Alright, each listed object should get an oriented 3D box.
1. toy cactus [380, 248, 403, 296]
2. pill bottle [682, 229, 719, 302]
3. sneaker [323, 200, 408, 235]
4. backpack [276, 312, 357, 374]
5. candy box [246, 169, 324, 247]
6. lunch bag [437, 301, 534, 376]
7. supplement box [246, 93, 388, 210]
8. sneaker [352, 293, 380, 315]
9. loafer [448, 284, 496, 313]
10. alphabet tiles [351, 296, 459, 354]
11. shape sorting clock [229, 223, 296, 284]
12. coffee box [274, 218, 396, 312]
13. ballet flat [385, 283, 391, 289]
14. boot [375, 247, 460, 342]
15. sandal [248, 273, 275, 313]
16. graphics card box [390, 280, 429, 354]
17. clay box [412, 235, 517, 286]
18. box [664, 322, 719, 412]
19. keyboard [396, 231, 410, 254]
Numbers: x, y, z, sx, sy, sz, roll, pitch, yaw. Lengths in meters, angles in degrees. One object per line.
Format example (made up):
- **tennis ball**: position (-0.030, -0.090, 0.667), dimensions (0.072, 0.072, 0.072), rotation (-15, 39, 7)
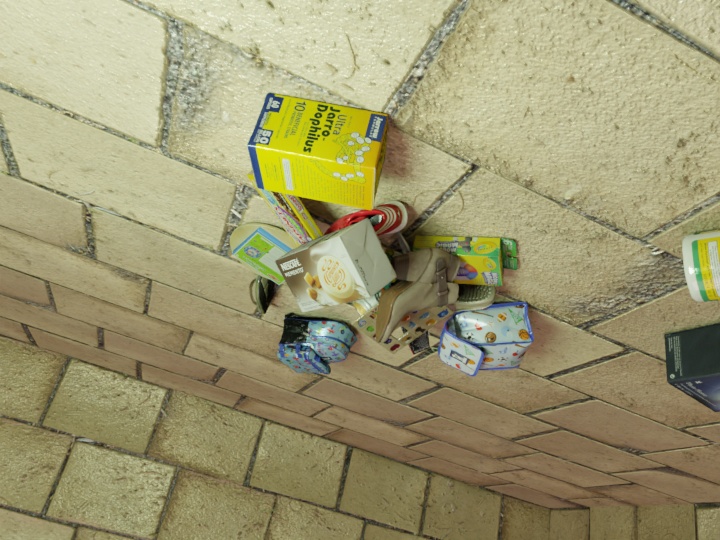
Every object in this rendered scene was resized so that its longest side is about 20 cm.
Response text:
- **toy cactus**: position (0.000, 0.000, 1.111), dimensions (0.196, 0.104, 0.165), rotation (-1, 165, 6)
- **pill bottle**: position (0.623, -0.017, 0.889), dimensions (0.198, 0.114, 0.113), rotation (-11, 144, 38)
- **sneaker**: position (-0.019, -0.080, 1.062), dimensions (0.198, 0.079, 0.115), rotation (-25, 172, 34)
- **backpack**: position (-0.115, 0.214, 1.634), dimensions (0.197, 0.136, 0.183), rotation (-1, 150, 20)
- **candy box**: position (-0.131, -0.106, 1.081), dimensions (0.102, 0.026, 0.201), rotation (16, 146, 53)
- **lunch bag**: position (0.284, 0.164, 1.328), dimensions (0.196, 0.126, 0.171), rotation (-3, 149, 0)
- **supplement box**: position (-0.063, -0.187, 0.901), dimensions (0.197, 0.110, 0.110), rotation (11, 152, 5)
- **sneaker**: position (0.036, 0.079, 1.355), dimensions (0.076, 0.087, 0.200), rotation (55, 180, 0)
- **loafer**: position (0.217, 0.054, 1.257), dimensions (0.198, 0.077, 0.068), rotation (-2, 151, 45)
- **alphabet tiles**: position (0.103, 0.088, 1.184), dimensions (0.199, 0.008, 0.167), rotation (-37, 135, 14)
- **shape sorting clock**: position (-0.205, -0.039, 1.310), dimensions (0.197, 0.040, 0.202), rotation (9, 141, 8)
- **coffee box**: position (-0.048, -0.005, 1.001), dimensions (0.199, 0.079, 0.116), rotation (-15, 106, 49)
- **ballet flat**: position (0.008, 0.023, 1.287), dimensions (0.069, 0.069, 0.199), rotation (-8, -175, -29)
- **boot**: position (0.115, 0.051, 1.097), dimensions (0.144, 0.070, 0.203), rotation (4, 116, -19)
- **sandal**: position (-0.262, 0.056, 1.477), dimensions (0.057, 0.080, 0.202), rotation (27, 153, 4)
- **graphics card box**: position (0.112, 0.097, 1.319), dimensions (0.050, 0.127, 0.201), rotation (-21, 148, -2)
- **clay box**: position (0.212, -0.018, 1.147), dimensions (0.197, 0.048, 0.115), rotation (4, 151, 21)
- **box**: position (0.792, 0.203, 1.204), dimensions (0.198, 0.125, 0.198), rotation (27, 148, -24)
- **keyboard**: position (0.110, -0.012, 1.205), dimensions (0.011, 0.057, 0.201), rotation (-31, 145, -2)
